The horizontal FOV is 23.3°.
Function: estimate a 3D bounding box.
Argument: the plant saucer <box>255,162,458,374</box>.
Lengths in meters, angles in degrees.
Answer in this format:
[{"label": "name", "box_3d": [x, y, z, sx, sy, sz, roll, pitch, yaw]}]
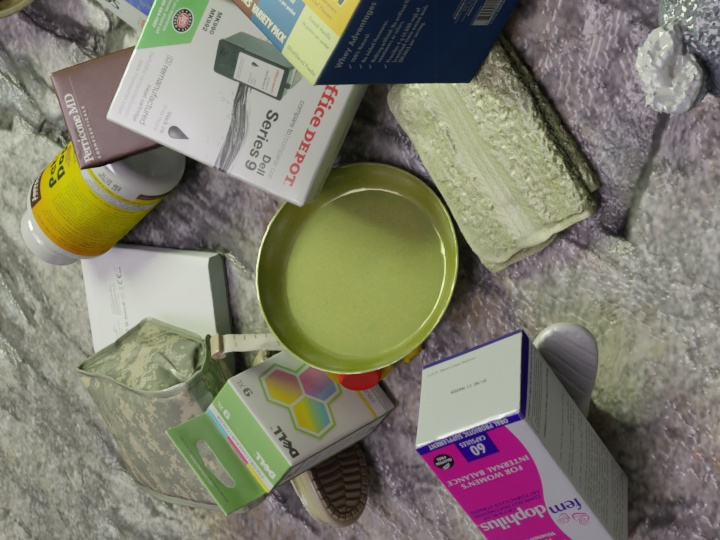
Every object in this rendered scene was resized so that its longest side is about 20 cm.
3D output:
[{"label": "plant saucer", "box_3d": [0.000, 0.000, 1.614, 0.200, 0.031, 0.201, -6, 73, 20]}]

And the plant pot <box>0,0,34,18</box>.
[{"label": "plant pot", "box_3d": [-0.449, -0.342, 1.847, 0.183, 0.200, 0.201, -12, 97, 54]}]

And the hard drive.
[{"label": "hard drive", "box_3d": [-0.219, 0.039, 1.876, 0.200, 0.026, 0.132, 6, 109, 39]}]

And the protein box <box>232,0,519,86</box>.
[{"label": "protein box", "box_3d": [0.033, -0.267, 1.407, 0.135, 0.200, 0.199, 48, 124, 27]}]

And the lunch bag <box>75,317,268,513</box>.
[{"label": "lunch bag", "box_3d": [-0.175, 0.151, 1.773, 0.200, 0.118, 0.164, 13, 133, 54]}]

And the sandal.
[{"label": "sandal", "box_3d": [0.169, 0.111, 1.540, 0.079, 0.059, 0.207, 13, 130, -1]}]

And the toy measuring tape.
[{"label": "toy measuring tape", "box_3d": [-0.041, 0.081, 1.660, 0.199, 0.074, 0.074, -4, 107, -3]}]

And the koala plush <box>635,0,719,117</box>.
[{"label": "koala plush", "box_3d": [0.263, -0.218, 1.282, 0.184, 0.177, 0.201, 2, 107, 52]}]

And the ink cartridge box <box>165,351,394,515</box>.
[{"label": "ink cartridge box", "box_3d": [-0.074, 0.141, 1.665, 0.104, 0.200, 0.059, 52, 138, 14]}]

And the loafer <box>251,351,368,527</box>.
[{"label": "loafer", "box_3d": [-0.056, 0.169, 1.753, 0.068, 0.076, 0.200, -43, 64, 48]}]

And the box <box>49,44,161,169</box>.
[{"label": "box", "box_3d": [-0.185, -0.173, 1.674, 0.200, 0.075, 0.100, -18, 94, 9]}]

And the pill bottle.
[{"label": "pill bottle", "box_3d": [-0.276, -0.084, 1.824, 0.200, 0.109, 0.109, -38, 79, 42]}]

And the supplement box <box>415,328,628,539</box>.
[{"label": "supplement box", "box_3d": [0.141, 0.164, 1.484, 0.101, 0.103, 0.200, -23, 124, 24]}]

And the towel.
[{"label": "towel", "box_3d": [0.114, -0.108, 1.529, 0.148, 0.036, 0.200, -35, 81, 41]}]

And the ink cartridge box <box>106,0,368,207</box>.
[{"label": "ink cartridge box", "box_3d": [-0.107, -0.164, 1.589, 0.200, 0.084, 0.146, 24, 98, 3]}]

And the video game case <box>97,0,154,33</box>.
[{"label": "video game case", "box_3d": [-0.235, -0.346, 1.686, 0.181, 0.045, 0.200, 36, 140, 8]}]
